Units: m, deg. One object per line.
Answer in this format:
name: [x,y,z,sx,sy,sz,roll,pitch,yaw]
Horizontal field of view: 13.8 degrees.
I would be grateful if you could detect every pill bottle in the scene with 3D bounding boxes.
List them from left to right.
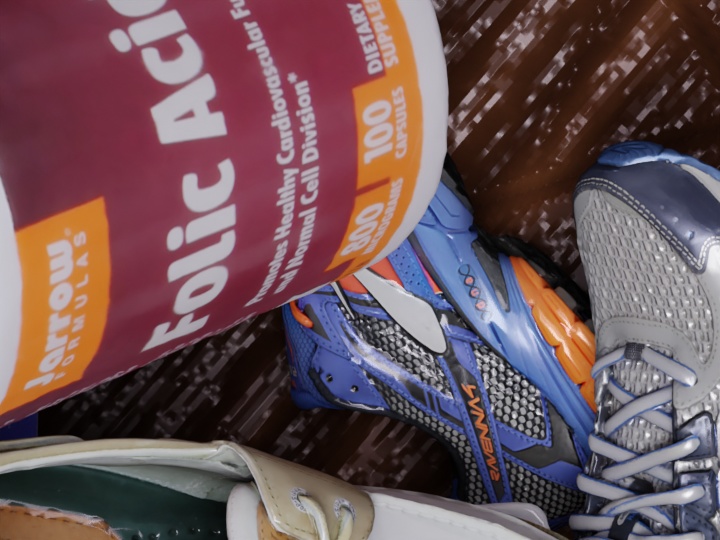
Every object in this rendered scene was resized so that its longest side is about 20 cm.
pill bottle: [-0.084,-0.025,0.685,0.199,0.114,0.115,-24,98,-41]

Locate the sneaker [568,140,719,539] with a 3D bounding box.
sneaker: [0.089,0.066,0.765,0.085,0.077,0.201,-28,107,-27]

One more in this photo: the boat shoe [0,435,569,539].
boat shoe: [-0.028,0.079,0.701,0.198,0.068,0.075,5,77,-13]

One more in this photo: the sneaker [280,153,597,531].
sneaker: [0.000,0.000,0.817,0.078,0.075,0.200,-43,94,6]

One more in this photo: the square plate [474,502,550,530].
square plate: [-0.038,0.165,0.732,0.198,0.028,0.200,-4,80,-14]

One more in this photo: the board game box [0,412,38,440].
board game box: [-0.183,0.072,0.745,0.096,0.199,0.161,6,97,37]
